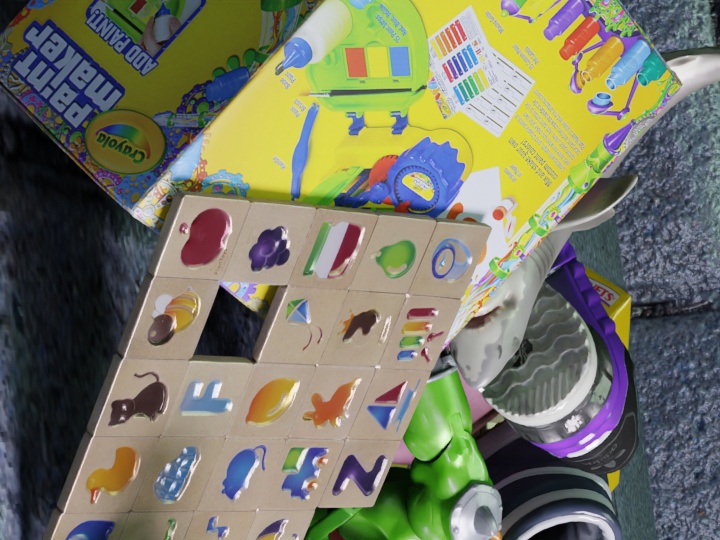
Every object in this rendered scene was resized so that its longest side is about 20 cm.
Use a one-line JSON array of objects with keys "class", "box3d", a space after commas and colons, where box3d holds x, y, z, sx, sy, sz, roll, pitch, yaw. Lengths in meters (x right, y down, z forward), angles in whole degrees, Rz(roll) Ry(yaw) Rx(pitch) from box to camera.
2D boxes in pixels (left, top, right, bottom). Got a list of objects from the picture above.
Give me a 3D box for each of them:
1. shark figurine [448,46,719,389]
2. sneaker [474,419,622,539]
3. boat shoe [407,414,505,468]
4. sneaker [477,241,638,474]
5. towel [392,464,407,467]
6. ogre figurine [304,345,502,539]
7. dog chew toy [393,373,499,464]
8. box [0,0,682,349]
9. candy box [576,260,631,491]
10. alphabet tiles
[{"class": "shark figurine", "box3d": [0.116, -0.047, 1.059, 0.090, 0.214, 0.128, 44, 12, -54]}, {"class": "sneaker", "box3d": [0.043, 0.156, 1.188, 0.070, 0.200, 0.109, 47, 11, -28]}, {"class": "boat shoe", "box3d": [0.051, 0.154, 1.329, 0.075, 0.068, 0.200, 46, -57, 39]}, {"class": "sneaker", "box3d": [0.083, 0.022, 1.144, 0.100, 0.070, 0.200, 44, 20, -39]}, {"class": "towel", "box3d": [0.011, 0.137, 1.499, 0.200, 0.018, 0.086, -79, 163, -59]}, {"class": "ogre figurine", "box3d": [0.004, 0.093, 1.117, 0.098, 0.200, 0.120, -13, 71, -50]}, {"class": "dog chew toy", "box3d": [0.000, 0.000, 1.232, 0.200, 0.125, 0.125, 53, 8, 9]}, {"class": "box", "box3d": [-0.006, -0.079, 0.967, 0.122, 0.193, 0.200, 42, -1, 38]}, {"class": "candy box", "box3d": [0.099, 0.049, 1.317, 0.026, 0.102, 0.200, -48, 156, -24]}, {"class": "alphabet tiles", "box3d": [-0.042, 0.065, 0.943, 0.167, 0.008, 0.200, 5, 115, -46]}]
